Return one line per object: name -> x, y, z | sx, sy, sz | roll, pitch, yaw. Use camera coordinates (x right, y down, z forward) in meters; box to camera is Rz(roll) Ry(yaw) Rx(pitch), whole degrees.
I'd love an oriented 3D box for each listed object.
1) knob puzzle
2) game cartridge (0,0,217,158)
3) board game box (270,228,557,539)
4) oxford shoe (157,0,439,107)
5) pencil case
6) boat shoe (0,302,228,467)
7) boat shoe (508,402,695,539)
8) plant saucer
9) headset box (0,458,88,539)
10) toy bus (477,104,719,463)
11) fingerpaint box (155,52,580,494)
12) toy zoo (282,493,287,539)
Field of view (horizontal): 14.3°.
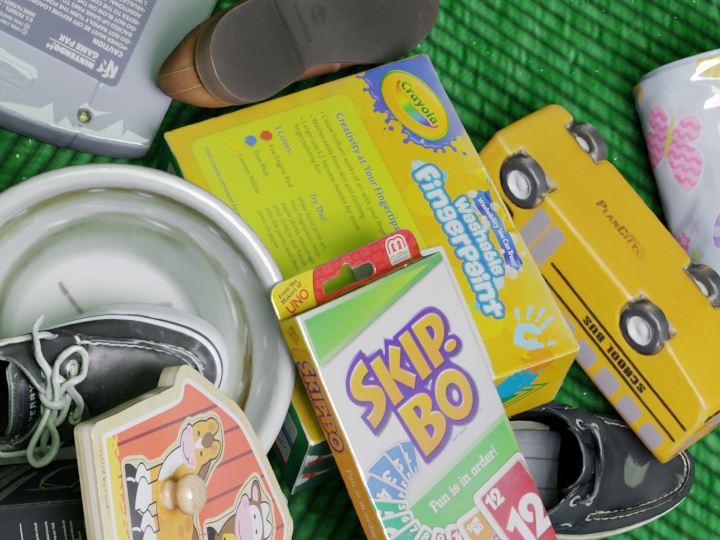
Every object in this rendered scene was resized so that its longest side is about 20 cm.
knob puzzle -> -0.071, 0.144, 1.407 | 0.030, 0.220, 0.221 | -5, 77, 23
game cartridge -> -0.189, -0.149, 1.591 | 0.199, 0.041, 0.134 | 27, 68, -10
board game box -> 0.031, 0.084, 1.481 | 0.095, 0.030, 0.201 | -24, 91, -29
oxford shoe -> -0.035, -0.139, 1.617 | 0.200, 0.071, 0.072 | -22, 97, -42
pencil case -> 0.223, -0.031, 1.666 | 0.083, 0.091, 0.201 | -7, 78, -45
boat shoe -> -0.163, 0.059, 1.426 | 0.198, 0.068, 0.074 | 0, 103, -8
boat shoe -> 0.104, 0.110, 1.612 | 0.198, 0.066, 0.075 | 8, 78, -15
plant saucer -> -0.134, 0.039, 1.487 | 0.199, 0.050, 0.201 | -2, 103, -8
headset box -> -0.187, 0.191, 1.426 | 0.199, 0.093, 0.175 | -7, 99, 17
toy bus -> 0.141, 0.005, 1.624 | 0.065, 0.078, 0.200 | -29, 75, -41
fingerpaint box -> 0.000, 0.000, 1.574 | 0.166, 0.073, 0.201 | -19, 67, -20
toy zoo -> -0.098, 0.198, 1.506 | 0.131, 0.020, 0.200 | 27, 74, 30
